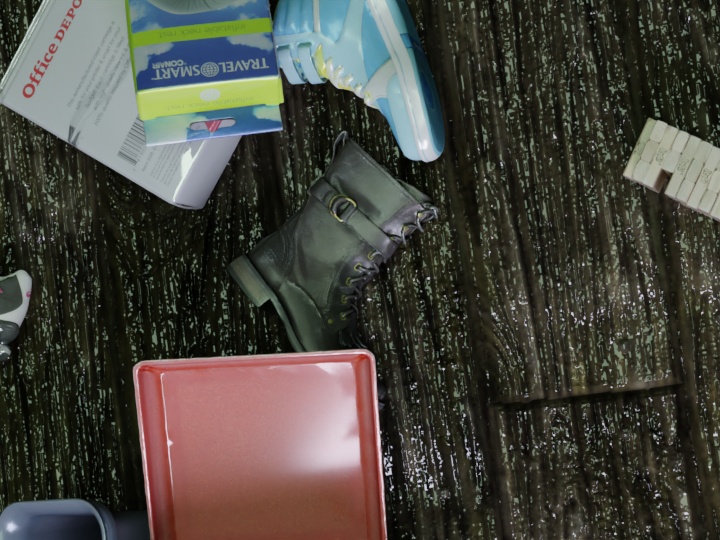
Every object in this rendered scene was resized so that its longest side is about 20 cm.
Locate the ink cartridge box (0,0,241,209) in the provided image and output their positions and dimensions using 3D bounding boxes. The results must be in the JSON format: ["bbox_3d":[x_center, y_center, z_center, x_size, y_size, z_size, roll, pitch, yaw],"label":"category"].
[{"bbox_3d":[-0.201,-0.164,1.517,0.200,0.085,0.146,30,95,13],"label":"ink cartridge box"}]

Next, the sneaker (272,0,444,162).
[{"bbox_3d":[-0.010,-0.168,1.469,0.130,0.080,0.200,-21,72,12],"label":"sneaker"}]

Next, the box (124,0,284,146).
[{"bbox_3d":[-0.135,-0.205,1.436,0.122,0.048,0.200,-7,61,-5],"label":"box"}]

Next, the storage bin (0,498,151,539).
[{"bbox_3d":[-0.225,0.293,1.471,0.145,0.134,0.201,-8,84,33],"label":"storage bin"}]

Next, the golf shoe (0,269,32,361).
[{"bbox_3d":[-0.397,0.015,1.579,0.200,0.077,0.088,22,73,13],"label":"golf shoe"}]

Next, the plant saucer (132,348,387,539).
[{"bbox_3d":[-0.081,0.160,1.430,0.199,0.037,0.200,-3,105,2],"label":"plant saucer"}]

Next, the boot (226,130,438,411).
[{"bbox_3d":[0.000,0.000,1.465,0.174,0.069,0.200,-42,85,1],"label":"boot"}]

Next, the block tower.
[{"bbox_3d":[0.314,-0.059,1.385,0.200,0.054,0.058,25,95,16],"label":"block tower"}]
